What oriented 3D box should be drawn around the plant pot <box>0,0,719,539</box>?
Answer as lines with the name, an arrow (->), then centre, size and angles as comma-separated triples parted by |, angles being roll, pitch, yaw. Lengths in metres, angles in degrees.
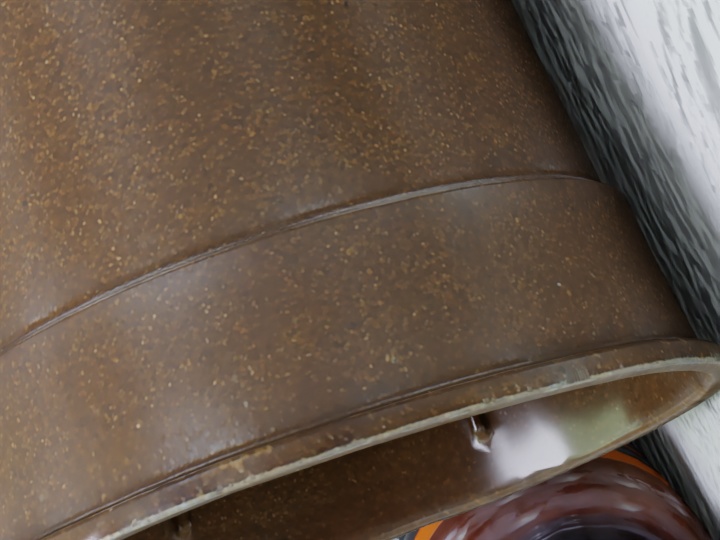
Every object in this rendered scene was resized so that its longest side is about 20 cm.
plant pot -> -0.034, -0.032, 0.497 | 0.200, 0.199, 0.199 | 76, 176, -77

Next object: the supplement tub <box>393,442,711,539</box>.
supplement tub -> 0.056, 0.096, 0.659 | 0.107, 0.107, 0.200 | 64, 177, -17
